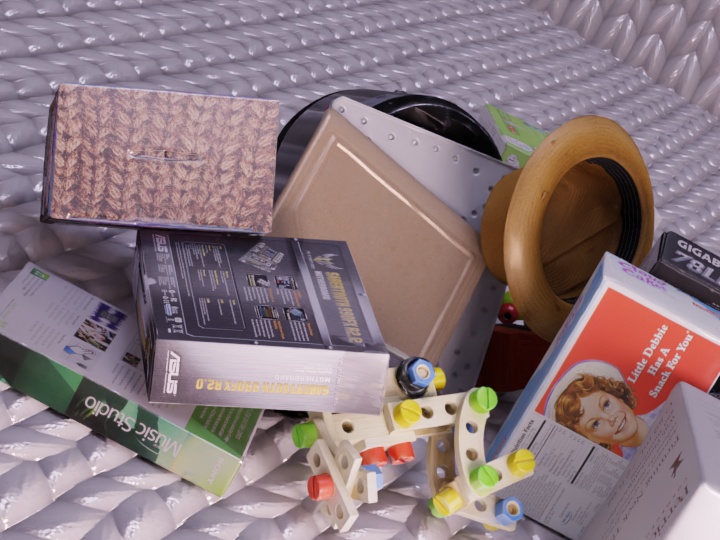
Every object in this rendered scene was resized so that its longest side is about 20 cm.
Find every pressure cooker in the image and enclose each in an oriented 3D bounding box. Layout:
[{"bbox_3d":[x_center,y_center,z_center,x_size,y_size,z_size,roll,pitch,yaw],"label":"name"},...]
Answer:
[{"bbox_3d":[0.015,-0.072,1.954,0.176,0.179,0.200,16,0,-26],"label":"pressure cooker"}]

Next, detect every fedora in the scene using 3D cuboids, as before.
[{"bbox_3d":[0.158,-0.034,1.833,0.082,0.201,0.201,8,0,41],"label":"fedora"}]

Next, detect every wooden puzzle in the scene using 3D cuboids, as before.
[{"bbox_3d":[0.000,0.000,1.768,0.185,0.037,0.200,40,56,-22],"label":"wooden puzzle"}]

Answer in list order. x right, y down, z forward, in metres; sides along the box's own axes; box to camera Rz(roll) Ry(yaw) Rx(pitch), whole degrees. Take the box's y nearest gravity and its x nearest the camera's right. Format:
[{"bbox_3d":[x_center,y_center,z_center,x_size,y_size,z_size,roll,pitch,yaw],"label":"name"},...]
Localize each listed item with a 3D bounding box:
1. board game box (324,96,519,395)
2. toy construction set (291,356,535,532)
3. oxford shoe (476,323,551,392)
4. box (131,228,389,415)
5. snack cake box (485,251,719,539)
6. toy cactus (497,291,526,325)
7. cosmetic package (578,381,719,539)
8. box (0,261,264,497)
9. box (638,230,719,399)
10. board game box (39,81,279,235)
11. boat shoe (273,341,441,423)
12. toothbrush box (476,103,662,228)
[{"bbox_3d":[0.030,-0.015,1.837,0.200,0.200,0.026,21,-6,-25],"label":"board game box"},{"bbox_3d":[0.027,0.128,1.591,0.200,0.092,0.131,-1,70,-45],"label":"toy construction set"},{"bbox_3d":[0.178,0.075,1.901,0.200,0.071,0.073,12,16,28],"label":"oxford shoe"},{"bbox_3d":[-0.074,0.033,1.570,0.158,0.048,0.200,4,23,-12],"label":"box"},{"bbox_3d":[0.186,0.102,1.717,0.115,0.200,0.067,28,20,-2],"label":"snack cake box"},{"bbox_3d":[0.207,0.058,2.090,0.200,0.102,0.165,16,9,-10],"label":"toy cactus"},{"bbox_3d":[0.259,0.211,1.577,0.166,0.167,0.200,28,16,-6],"label":"cosmetic package"},{"bbox_3d":[-0.163,0.072,1.544,0.200,0.036,0.144,27,17,-1],"label":"box"},{"bbox_3d":[0.276,0.092,1.788,0.200,0.199,0.050,27,39,-4],"label":"box"},{"bbox_3d":[-0.154,-0.079,1.693,0.159,0.097,0.200,4,-1,-10],"label":"board game box"},{"bbox_3d":[-0.038,0.084,1.664,0.200,0.075,0.073,17,29,-7],"label":"boat shoe"},{"bbox_3d":[0.215,-0.089,2.502,0.200,0.086,0.146,23,18,-16],"label":"toothbrush box"}]
